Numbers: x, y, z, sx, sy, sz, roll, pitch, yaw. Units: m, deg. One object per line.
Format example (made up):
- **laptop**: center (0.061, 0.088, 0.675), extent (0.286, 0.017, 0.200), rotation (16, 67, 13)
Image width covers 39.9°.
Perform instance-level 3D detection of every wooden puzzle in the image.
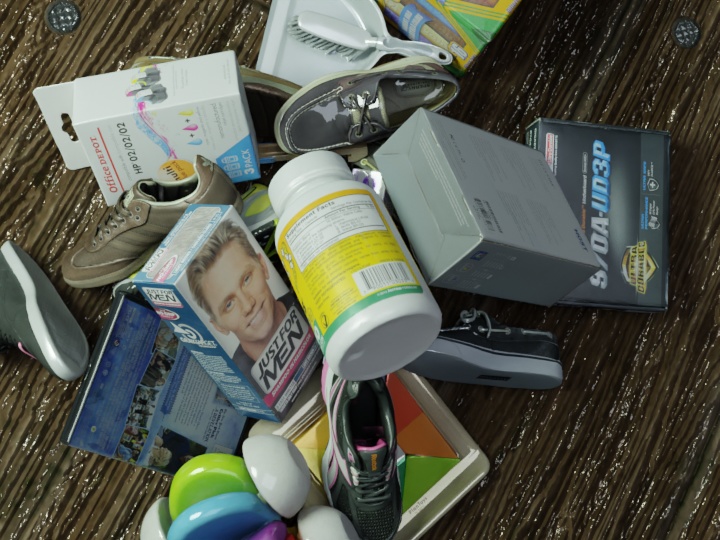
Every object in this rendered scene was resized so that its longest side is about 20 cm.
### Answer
- **wooden puzzle**: center (0.012, 0.187, 1.025), extent (0.185, 0.037, 0.201), rotation (-40, 91, -11)

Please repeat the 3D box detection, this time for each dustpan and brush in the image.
- **dustpan and brush**: center (-0.001, -0.246, 1.059), extent (0.198, 0.057, 0.141), rotation (15, 81, -10)

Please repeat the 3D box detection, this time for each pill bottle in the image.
- **pill bottle**: center (-0.013, -0.010, 0.914), extent (0.112, 0.113, 0.201), rotation (-20, 60, -11)

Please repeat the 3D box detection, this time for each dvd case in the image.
- **dvd case**: center (-0.178, 0.119, 0.946), extent (0.199, 0.017, 0.144), rotation (31, 73, -46)

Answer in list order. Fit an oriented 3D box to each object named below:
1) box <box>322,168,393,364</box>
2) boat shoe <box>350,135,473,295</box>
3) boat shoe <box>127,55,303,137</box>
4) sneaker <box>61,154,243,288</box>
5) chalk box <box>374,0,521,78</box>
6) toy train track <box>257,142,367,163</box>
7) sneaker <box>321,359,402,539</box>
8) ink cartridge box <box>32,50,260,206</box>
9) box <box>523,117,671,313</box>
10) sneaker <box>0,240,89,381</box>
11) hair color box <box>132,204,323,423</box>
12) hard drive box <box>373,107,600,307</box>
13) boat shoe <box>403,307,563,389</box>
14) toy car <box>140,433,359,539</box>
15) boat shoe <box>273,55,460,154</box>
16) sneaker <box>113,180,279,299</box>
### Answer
- **box**: center (0.000, 0.000, 1.003), extent (0.038, 0.041, 0.203), rotation (10, 91, 18)
- **boat shoe**: center (0.066, -0.053, 1.046), extent (0.060, 0.072, 0.203), rotation (-34, 84, -10)
- **boat shoe**: center (-0.142, -0.193, 1.025), extent (0.197, 0.072, 0.077), rotation (9, 50, -8)
- **sneaker**: center (-0.215, -0.053, 0.966), extent (0.198, 0.071, 0.076), rotation (-24, 128, 8)
- **chalk box**: center (0.076, -0.327, 1.050), extent (0.199, 0.124, 0.125), rotation (37, 79, -4)
- **toy train track**: center (-0.091, -0.114, 1.036), extent (0.197, 0.033, 0.115), rotation (-5, 44, -2)
- **sneaker**: center (0.002, 0.177, 0.954), extent (0.079, 0.086, 0.202), rotation (-14, 103, -10)
- **ink cartridge box**: center (-0.205, -0.132, 0.962), extent (0.197, 0.116, 0.068), rotation (-11, 51, -1)
- **box**: center (0.259, -0.059, 1.091), extent (0.157, 0.046, 0.203), rotation (5, 83, -9)
- **sneaker**: center (-0.325, 0.062, 0.929), extent (0.099, 0.071, 0.200), rotation (-43, 48, -2)
- **hair color box**: center (-0.117, 0.043, 0.940), extent (0.100, 0.060, 0.201), rotation (-58, 134, -31)
- **hard drive box**: center (0.127, -0.057, 0.974), extent (0.199, 0.077, 0.157), rotation (11, 49, -44)
- **boat shoe**: center (0.123, 0.076, 1.035), extent (0.197, 0.074, 0.069), rotation (8, 65, -15)
- **toy car**: center (-0.105, 0.267, 0.915), extent (0.174, 0.150, 0.201), rotation (-32, 101, 8)
- **boat shoe**: center (0.010, -0.166, 0.999), extent (0.198, 0.065, 0.073), rotation (-20, 114, -20)
- **sneaker**: center (-0.161, -0.019, 1.011), extent (0.198, 0.076, 0.077), rotation (-27, 58, -9)
